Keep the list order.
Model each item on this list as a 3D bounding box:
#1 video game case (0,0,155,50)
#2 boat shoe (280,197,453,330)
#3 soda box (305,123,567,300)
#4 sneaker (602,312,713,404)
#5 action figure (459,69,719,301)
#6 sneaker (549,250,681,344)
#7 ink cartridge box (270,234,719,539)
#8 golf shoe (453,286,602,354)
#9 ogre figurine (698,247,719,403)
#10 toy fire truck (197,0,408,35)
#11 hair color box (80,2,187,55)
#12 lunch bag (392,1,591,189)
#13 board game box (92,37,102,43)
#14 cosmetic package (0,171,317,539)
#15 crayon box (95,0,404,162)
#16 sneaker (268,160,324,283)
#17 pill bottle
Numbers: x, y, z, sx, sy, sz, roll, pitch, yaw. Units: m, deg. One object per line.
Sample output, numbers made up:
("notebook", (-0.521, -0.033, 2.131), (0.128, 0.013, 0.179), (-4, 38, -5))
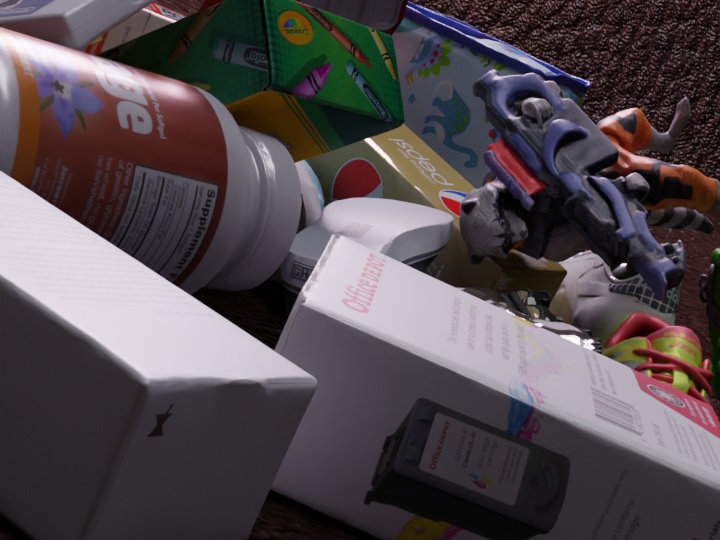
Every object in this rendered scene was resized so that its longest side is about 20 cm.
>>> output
("video game case", (-0.168, -0.160, 0.904), (0.199, 0.023, 0.182), (2, 31, 37))
("boat shoe", (0.000, 0.000, 0.935), (0.068, 0.057, 0.200), (14, 16, 16))
("soda box", (0.039, -0.029, 1.084), (0.064, 0.068, 0.200), (2, 34, -43))
("sneaker", (0.157, 0.075, 0.894), (0.078, 0.091, 0.200), (22, 12, -12))
("action figure", (0.150, -0.034, 1.000), (0.193, 0.105, 0.200), (-10, 47, -19))
("sneaker", (0.159, 0.019, 1.084), (0.076, 0.081, 0.200), (18, 9, -15))
("ink cartridge box", (0.057, 0.071, 0.722), (0.199, 0.086, 0.148), (23, 12, 1))
("golf shoe", (0.069, 0.054, 0.887), (0.094, 0.078, 0.200), (11, 7, -10))
("ogre figurine", (0.252, 0.091, 0.933), (0.200, 0.098, 0.120), (38, -16, 17))
("toy fire truck", (-0.060, -0.152, 1.232), (0.199, 0.169, 0.112), (-3, 27, -41))
("hair color box", (-0.212, -0.142, 1.064), (0.199, 0.111, 0.064), (21, 12, -20))
("lunch bag", (0.056, -0.115, 1.330), (0.199, 0.171, 0.127), (28, 13, 27))
("board game box", (-0.209, -0.100, 0.889), (0.199, 0.039, 0.158), (-17, 25, 4))
("cosmetic package", (-0.127, 0.022, 0.604), (0.200, 0.072, 0.101), (31, 13, 29))
("crayon box", (-0.090, -0.092, 0.947), (0.199, 0.059, 0.119), (-15, -14, 35))
("sneaker", (-0.046, -0.041, 1.049), (0.082, 0.074, 0.200), (25, 16, -28))
("pill bottle", (-0.126, -0.045, 0.800), (0.199, 0.113, 0.112), (12, 17, -47))
